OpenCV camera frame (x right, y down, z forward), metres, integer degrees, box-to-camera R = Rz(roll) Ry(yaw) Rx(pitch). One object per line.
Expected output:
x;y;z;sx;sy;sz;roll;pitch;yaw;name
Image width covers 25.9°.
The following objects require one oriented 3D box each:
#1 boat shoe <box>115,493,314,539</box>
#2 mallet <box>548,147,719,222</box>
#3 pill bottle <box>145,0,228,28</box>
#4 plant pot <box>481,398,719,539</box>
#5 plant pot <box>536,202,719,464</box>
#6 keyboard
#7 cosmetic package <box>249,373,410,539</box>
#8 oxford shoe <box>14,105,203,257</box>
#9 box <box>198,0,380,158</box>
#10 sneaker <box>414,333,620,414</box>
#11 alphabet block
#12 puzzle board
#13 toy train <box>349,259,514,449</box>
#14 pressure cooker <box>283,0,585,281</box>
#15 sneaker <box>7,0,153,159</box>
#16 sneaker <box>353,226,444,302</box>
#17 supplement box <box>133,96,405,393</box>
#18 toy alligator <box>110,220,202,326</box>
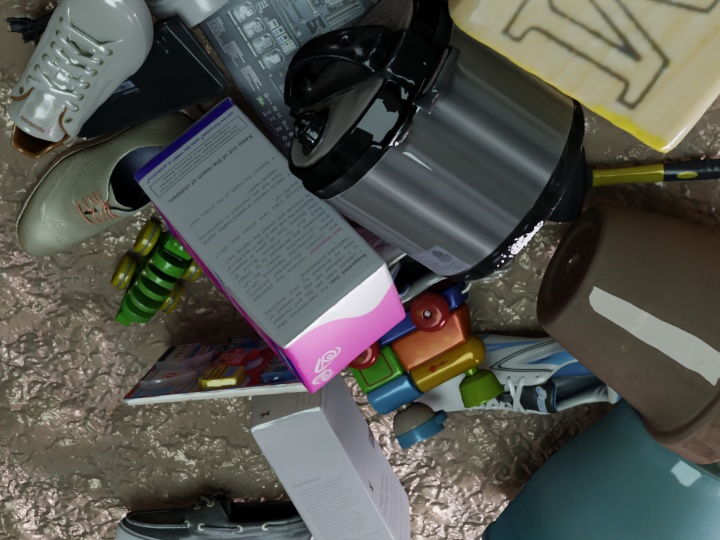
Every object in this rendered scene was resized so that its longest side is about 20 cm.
-0.132;0.240;1.490;0.199;0.069;0.057;4;103;-3;boat shoe
0.242;-0.089;1.293;0.199;0.041;0.066;-10;124;3;mallet
-0.169;-0.275;1.139;0.111;0.111;0.200;-30;116;18;pill bottle
0.241;0.220;1.399;0.200;0.200;0.188;27;106;-15;plant pot
0.242;0.034;1.272;0.174;0.200;0.200;25;119;-11;plant pot
-0.199;-0.164;1.207;0.200;0.021;0.127;-11;133;44;keyboard
-0.025;0.177;1.422;0.074;0.102;0.200;-19;121;12;cosmetic package
-0.214;-0.068;1.289;0.200;0.074;0.071;-37;114;21;oxford shoe
-0.013;-0.165;1.239;0.157;0.051;0.200;-26;117;16;box
0.135;0.097;1.386;0.199;0.073;0.072;-8;123;8;sneaker
0.192;-0.240;1.108;0.196;0.195;0.200;30;117;-14;alphabet block
-0.106;0.078;1.312;0.150;0.200;0.017;-5;98;4;puzzle board
0.088;0.064;1.337;0.200;0.085;0.116;-29;91;17;toy train
0.041;-0.108;1.139;0.200;0.179;0.176;31;120;-19;pressure cooker
-0.210;-0.141;1.150;0.073;0.085;0.200;33;147;-6;sneaker
0.000;0.000;1.320;0.200;0.087;0.075;-24;120;17;sneaker
-0.069;-0.020;1.208;0.103;0.200;0.101;-40;153;-9;supplement box
-0.159;-0.015;1.332;0.059;0.054;0.200;30;118;-17;toy alligator
